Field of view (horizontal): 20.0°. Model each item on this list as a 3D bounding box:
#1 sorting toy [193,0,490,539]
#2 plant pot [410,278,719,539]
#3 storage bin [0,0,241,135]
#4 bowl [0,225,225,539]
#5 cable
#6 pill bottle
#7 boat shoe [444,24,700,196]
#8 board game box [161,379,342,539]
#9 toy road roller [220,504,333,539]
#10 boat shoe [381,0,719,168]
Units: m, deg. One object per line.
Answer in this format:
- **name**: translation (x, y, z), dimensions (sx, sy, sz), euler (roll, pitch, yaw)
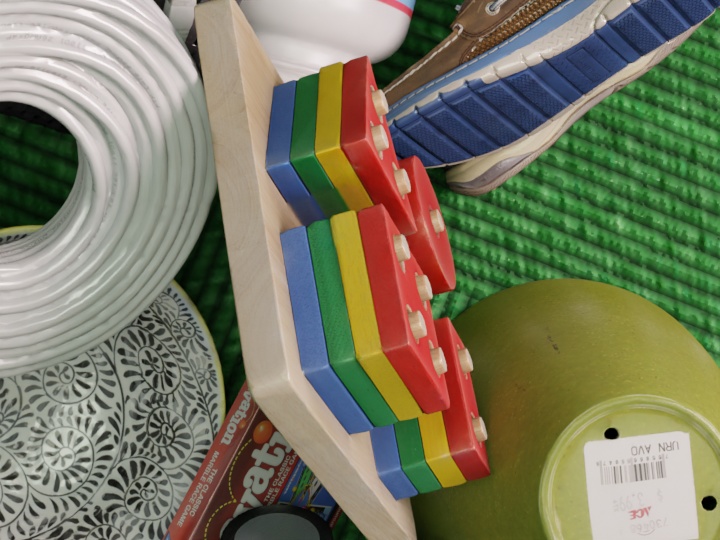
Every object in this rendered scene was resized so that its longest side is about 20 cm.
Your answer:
- **sorting toy**: translation (0.000, 0.000, 0.934), dimensions (0.069, 0.200, 0.199), euler (-16, 59, 10)
- **plant pot**: translation (0.116, 0.099, 1.004), dimensions (0.187, 0.200, 0.187), euler (0, 91, -3)
- **storage bin**: translation (-0.116, -0.170, 0.989), dimensions (0.094, 0.135, 0.200), euler (18, 104, -30)
- **bowl**: translation (-0.177, 0.067, 1.026), dimensions (0.200, 0.094, 0.201), euler (-5, 104, -22)
- **cable**: translation (-0.159, -0.046, 0.903), dimensions (0.200, 0.069, 0.200), euler (-8, 117, -21)
- **pill bottle**: translation (-0.019, -0.173, 1.038), dimensions (0.109, 0.109, 0.200), euler (13, 90, -4)
- **boat shoe**: translation (0.112, -0.122, 1.065), dimensions (0.200, 0.074, 0.073), euler (-39, 93, -4)
- **board game box**: translation (-0.051, 0.125, 1.051), dimensions (0.019, 0.103, 0.200), euler (27, 89, 41)
- **toy road roller**: translation (-0.012, 0.217, 0.975), dimensions (0.200, 0.146, 0.123), euler (16, 124, 22)
- **boat shoe**: translation (0.085, -0.120, 1.011), dimensions (0.200, 0.072, 0.072), euler (-28, 61, 14)
